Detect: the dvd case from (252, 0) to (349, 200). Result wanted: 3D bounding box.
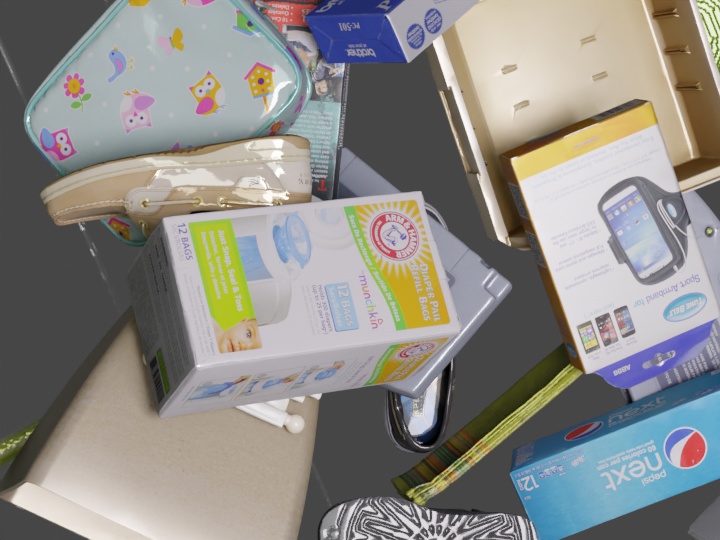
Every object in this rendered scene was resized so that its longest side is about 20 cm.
[{"bbox_3d":[-0.080,-0.144,1.558,0.145,0.022,0.202,5,92,11],"label":"dvd case"}]

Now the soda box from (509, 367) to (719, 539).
[{"bbox_3d":[0.221,0.144,1.611,0.199,0.064,0.068,-22,99,11],"label":"soda box"}]

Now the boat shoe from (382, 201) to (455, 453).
[{"bbox_3d":[0.046,0.046,1.598,0.069,0.066,0.202,3,94,-11],"label":"boat shoe"}]

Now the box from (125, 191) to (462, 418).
[{"bbox_3d":[-0.047,0.022,1.414,0.199,0.101,0.113,-6,70,-25],"label":"box"}]

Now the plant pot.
[{"bbox_3d":[-0.135,0.123,1.516,0.199,0.200,0.178,27,74,-11],"label":"plant pot"}]

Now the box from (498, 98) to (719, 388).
[{"bbox_3d":[0.193,-0.016,1.545,0.118,0.041,0.201,-22,104,-8],"label":"box"}]

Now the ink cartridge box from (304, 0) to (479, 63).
[{"bbox_3d":[0.059,-0.225,1.526,0.200,0.094,0.044,-43,121,-30],"label":"ink cartridge box"}]

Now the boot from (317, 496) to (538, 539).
[{"bbox_3d":[0.036,0.206,1.542,0.164,0.200,0.066,8,84,-8],"label":"boot"}]

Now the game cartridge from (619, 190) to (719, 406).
[{"bbox_3d":[0.259,0.040,1.655,0.132,0.041,0.201,-24,98,-5],"label":"game cartridge"}]

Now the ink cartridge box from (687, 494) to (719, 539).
[{"bbox_3d":[0.392,0.237,1.670,0.145,0.083,0.200,-45,100,-5],"label":"ink cartridge box"}]

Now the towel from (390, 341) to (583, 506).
[{"bbox_3d":[0.108,0.113,1.605,0.200,0.086,0.018,-39,100,-6],"label":"towel"}]

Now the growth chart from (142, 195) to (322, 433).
[{"bbox_3d":[-0.063,0.018,1.479,0.144,0.018,0.201,33,58,-7],"label":"growth chart"}]

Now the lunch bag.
[{"bbox_3d":[-0.143,-0.132,1.520,0.200,0.077,0.160,-44,85,10],"label":"lunch bag"}]

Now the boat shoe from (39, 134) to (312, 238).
[{"bbox_3d":[-0.130,-0.048,1.446,0.199,0.074,0.070,-10,87,11],"label":"boat shoe"}]

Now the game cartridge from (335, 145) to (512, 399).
[{"bbox_3d":[0.000,0.000,1.563,0.200,0.042,0.133,40,89,17],"label":"game cartridge"}]

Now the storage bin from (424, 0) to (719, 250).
[{"bbox_3d":[0.170,-0.142,1.594,0.197,0.094,0.201,-21,98,-9],"label":"storage bin"}]
